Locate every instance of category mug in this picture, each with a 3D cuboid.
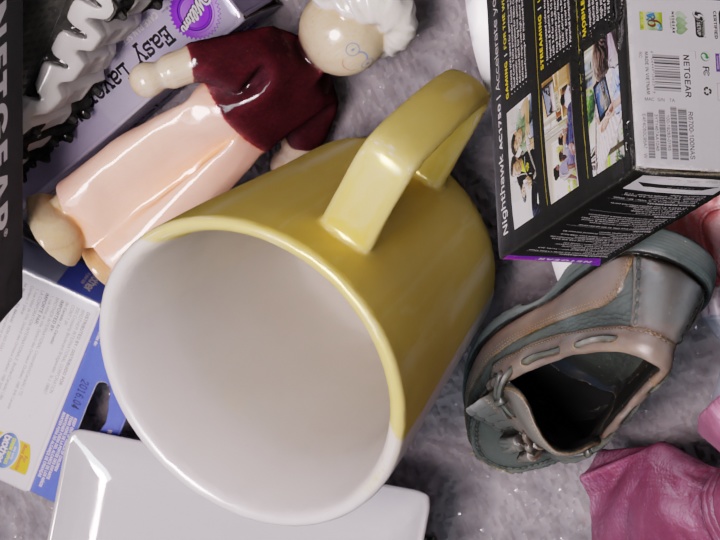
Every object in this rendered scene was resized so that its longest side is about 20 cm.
[{"bbox_3d":[0.000,0.009,1.151,0.187,0.153,0.149,-19,104,37],"label":"mug"}]

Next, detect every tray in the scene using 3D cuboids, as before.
[{"bbox_3d":[-0.062,0.144,1.249,0.200,0.022,0.107,8,85,25],"label":"tray"}]

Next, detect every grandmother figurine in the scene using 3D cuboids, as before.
[{"bbox_3d":[-0.055,-0.070,1.188,0.200,0.121,0.061,-39,64,14],"label":"grandmother figurine"}]

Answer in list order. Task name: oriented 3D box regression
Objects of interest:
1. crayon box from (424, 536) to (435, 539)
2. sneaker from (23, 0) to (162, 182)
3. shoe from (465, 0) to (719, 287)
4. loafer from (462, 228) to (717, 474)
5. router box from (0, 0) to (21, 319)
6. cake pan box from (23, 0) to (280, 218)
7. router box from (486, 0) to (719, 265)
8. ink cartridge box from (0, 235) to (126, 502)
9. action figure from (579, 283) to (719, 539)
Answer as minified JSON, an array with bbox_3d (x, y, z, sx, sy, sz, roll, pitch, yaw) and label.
[{"bbox_3d":[-0.039,0.235,1.305,0.200,0.058,0.173,-10,104,23],"label":"crayon box"},{"bbox_3d":[-0.156,-0.111,1.183,0.090,0.066,0.200,45,116,9],"label":"sneaker"},{"bbox_3d":[0.115,-0.070,1.141,0.091,0.071,0.200,-13,107,23],"label":"shoe"},{"bbox_3d":[0.090,0.050,1.143,0.072,0.063,0.200,23,147,-9],"label":"loafer"},{"bbox_3d":[-0.230,-0.076,1.132,0.157,0.052,0.200,13,122,15],"label":"router box"},{"bbox_3d":[-0.162,-0.143,1.235,0.200,0.052,0.184,-36,94,27],"label":"cake pan box"},{"bbox_3d":[0.097,-0.115,1.030,0.051,0.149,0.200,2,77,-17],"label":"router box"},{"bbox_3d":[-0.205,0.031,1.303,0.200,0.042,0.119,25,115,3],"label":"ink cartridge box"},{"bbox_3d":[0.168,0.107,1.126,0.134,0.149,0.200,31,147,-13],"label":"action figure"}]
